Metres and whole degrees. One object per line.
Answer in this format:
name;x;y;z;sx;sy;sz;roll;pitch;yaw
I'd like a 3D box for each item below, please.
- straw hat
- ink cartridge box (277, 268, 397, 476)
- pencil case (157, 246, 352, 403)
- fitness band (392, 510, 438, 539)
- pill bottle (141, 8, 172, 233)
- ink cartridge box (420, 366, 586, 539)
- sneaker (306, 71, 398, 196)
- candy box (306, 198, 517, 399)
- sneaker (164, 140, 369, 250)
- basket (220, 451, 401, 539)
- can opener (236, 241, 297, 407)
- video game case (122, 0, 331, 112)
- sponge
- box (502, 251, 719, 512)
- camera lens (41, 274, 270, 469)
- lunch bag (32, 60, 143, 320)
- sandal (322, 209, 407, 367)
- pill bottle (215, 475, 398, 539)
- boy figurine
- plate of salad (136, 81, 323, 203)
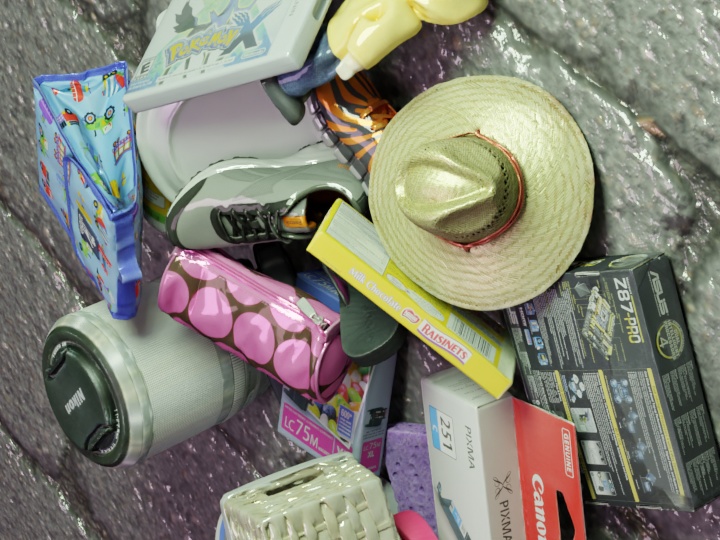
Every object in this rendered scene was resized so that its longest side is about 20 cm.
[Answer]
straw hat;0.076;-0.064;1.493;0.199;0.085;0.203;-1;88;28
ink cartridge box;-0.019;0.083;1.776;0.119;0.042;0.202;29;118;42
pencil case;-0.093;0.036;1.722;0.199;0.091;0.094;26;158;23
fitness band;0.062;0.313;1.734;0.144;0.037;0.202;-131;27;-59
pill bottle;-0.151;-0.141;1.782;0.111;0.111;0.202;32;132;37
ink cartridge box;0.122;0.200;1.614;0.176;0.044;0.202;24;126;57
sneaker;0.038;-0.113;1.607;0.112;0.077;0.201;-28;97;49
candy box;0.046;0.022;1.576;0.199;0.102;0.026;38;106;-4
sneaker;-0.081;-0.057;1.673;0.198;0.080;0.074;-15;126;13
basket;-0.027;0.280;1.693;0.123;0.134;0.202;-174;67;-71
can opener;-0.084;0.071;1.840;0.064;0.078;0.202;-101;-4;-65
video game case;-0.096;-0.223;1.603;0.199;0.183;0.022;-10;137;41
sponge;0.083;0.239;1.764;0.111;0.030;0.202;-3;105;51
box;0.198;0.090;1.527;0.161;0.049;0.202;-5;104;54
camera lens;-0.204;0.095;1.900;0.159;0.199;0.161;27;128;40
lunch bag;-0.231;-0.064;1.750;0.151;0.093;0.201;98;154;-49
sandal;0.001;0.000;1.647;0.048;0.075;0.201;51;-166;-34
pill bottle;-0.048;0.257;1.866;0.199;0.113;0.115;-22;92;53
boy figurine;0.013;-0.199;1.540;0.199;0.125;0.065;-28;116;20
plate of salad;-0.101;-0.124;1.703;0.048;0.198;0.202;-87;5;-54
